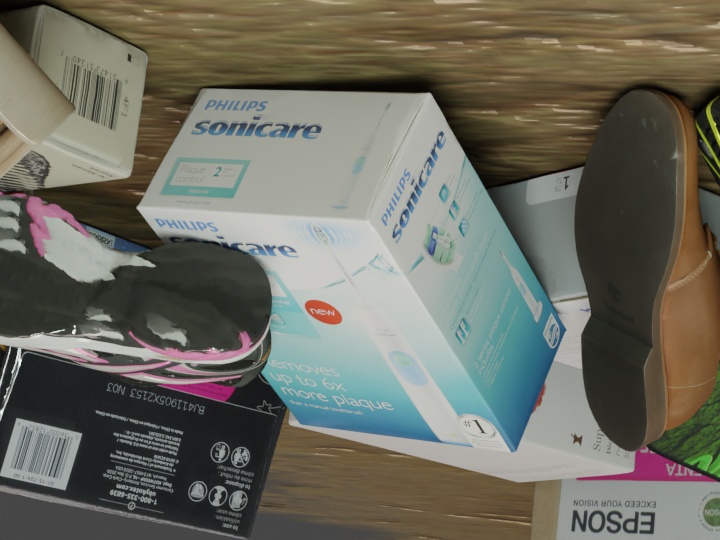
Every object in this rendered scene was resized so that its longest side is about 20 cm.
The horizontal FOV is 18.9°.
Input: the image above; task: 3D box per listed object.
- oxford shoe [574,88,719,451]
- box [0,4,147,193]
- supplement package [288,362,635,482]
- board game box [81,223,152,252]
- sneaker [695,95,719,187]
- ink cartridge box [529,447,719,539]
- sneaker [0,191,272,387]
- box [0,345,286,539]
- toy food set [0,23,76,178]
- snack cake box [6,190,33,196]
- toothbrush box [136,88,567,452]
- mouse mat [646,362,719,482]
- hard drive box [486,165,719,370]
[{"bbox_3d":[0.154,-0.008,1.093,0.071,0.201,0.071,-21,-141,-26],"label":"oxford shoe"},{"bbox_3d":[-0.208,-0.080,1.102,0.199,0.069,0.082,-6,162,39],"label":"box"},{"bbox_3d":[0.071,0.057,1.388,0.199,0.122,0.119,16,163,-34],"label":"supplement package"},{"bbox_3d":[-0.187,0.010,1.501,0.135,0.035,0.199,-7,160,40],"label":"board game box"},{"bbox_3d":[0.223,-0.043,1.074,0.076,0.076,0.200,-32,149,7],"label":"sneaker"},{"bbox_3d":[0.219,0.114,1.448,0.199,0.166,0.075,-4,163,34],"label":"ink cartridge box"},{"bbox_3d":[-0.137,0.025,1.112,0.198,0.081,0.087,16,155,16],"label":"sneaker"},{"bbox_3d":[-0.162,0.084,1.397,0.199,0.133,0.115,16,-179,-30],"label":"box"},{"bbox_3d":[-0.213,-0.087,0.951,0.144,0.060,0.200,48,155,-9],"label":"toy food set"},{"bbox_3d":[-0.292,-0.028,1.241,0.198,0.068,0.115,10,-159,-9],"label":"snack cake box"},{"bbox_3d":[0.000,0.000,1.131,0.145,0.086,0.201,5,144,33],"label":"toothbrush box"},{"bbox_3d":[0.270,0.052,1.225,0.160,0.008,0.200,24,116,-39],"label":"mouse mat"},{"bbox_3d":[0.165,0.010,1.250,0.199,0.078,0.155,18,162,-37],"label":"hard drive box"}]
